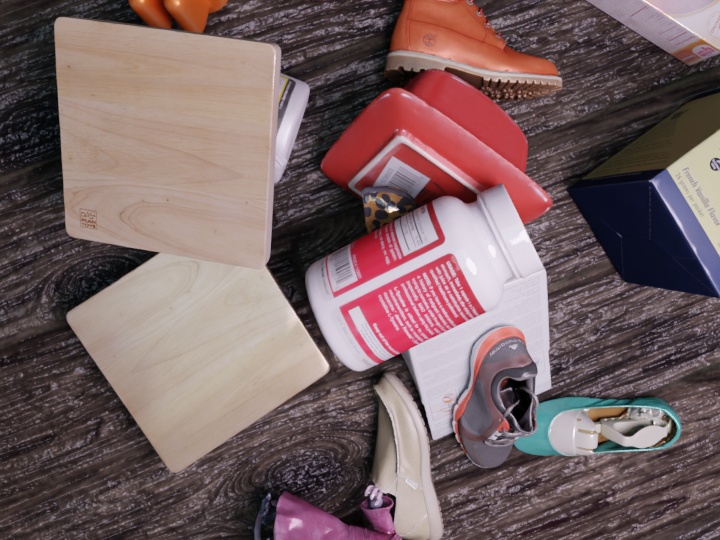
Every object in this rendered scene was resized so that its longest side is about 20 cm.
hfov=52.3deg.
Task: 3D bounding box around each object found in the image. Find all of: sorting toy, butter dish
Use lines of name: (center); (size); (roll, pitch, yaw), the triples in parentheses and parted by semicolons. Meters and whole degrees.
sorting toy: (-0.168, 0.072, 0.791); (0.199, 0.070, 0.200); (-33, 97, -2)
butter dish: (0.089, -0.132, 0.769); (0.198, 0.200, 0.149); (32, 65, -13)
sorting toy: (-0.169, -0.121, 0.680); (0.198, 0.070, 0.201); (10, 113, 8)

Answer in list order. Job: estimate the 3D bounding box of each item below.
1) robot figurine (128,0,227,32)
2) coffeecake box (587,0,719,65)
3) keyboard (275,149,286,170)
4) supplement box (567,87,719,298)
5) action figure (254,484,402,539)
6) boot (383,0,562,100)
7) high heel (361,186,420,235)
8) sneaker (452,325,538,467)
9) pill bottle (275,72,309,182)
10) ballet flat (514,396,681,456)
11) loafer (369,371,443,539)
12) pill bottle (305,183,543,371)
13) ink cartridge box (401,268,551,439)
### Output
robot figurine: (-0.176, -0.343, 0.740); (0.116, 0.143, 0.203); (15, 80, -39)
coffeecake box: (0.340, -0.352, 0.815); (0.199, 0.073, 0.155); (29, 90, -7)
keyboard: (-0.166, -0.086, 0.758); (0.199, 0.011, 0.056); (-26, 116, 28)
supplement box: (0.367, -0.091, 0.770); (0.199, 0.200, 0.135); (-35, 97, -3)
action figure: (-0.012, 0.307, 0.778); (0.198, 0.149, 0.135); (13, 60, -12)
boot: (0.131, -0.249, 0.805); (0.198, 0.075, 0.109); (10, 86, -7)
high heel: (0.000, 0.000, 0.775); (0.142, 0.072, 0.200); (36, 116, -29)
sneaker: (0.151, 0.158, 0.790); (0.076, 0.082, 0.202); (-14, 129, -13)
pill bottle: (-0.161, -0.174, 0.761); (0.198, 0.111, 0.112); (20, 92, -6)
ballet flat: (0.275, 0.181, 0.844); (0.197, 0.070, 0.068); (-5, 95, -5)
loafer: (0.042, 0.215, 0.822); (0.068, 0.076, 0.202); (-15, 96, -10)
pill bottle: (0.058, 0.003, 0.674); (0.198, 0.112, 0.113); (-26, 96, 12)
ink cartridge box: (0.127, 0.084, 0.811); (0.161, 0.057, 0.201); (-22, 136, -6)
